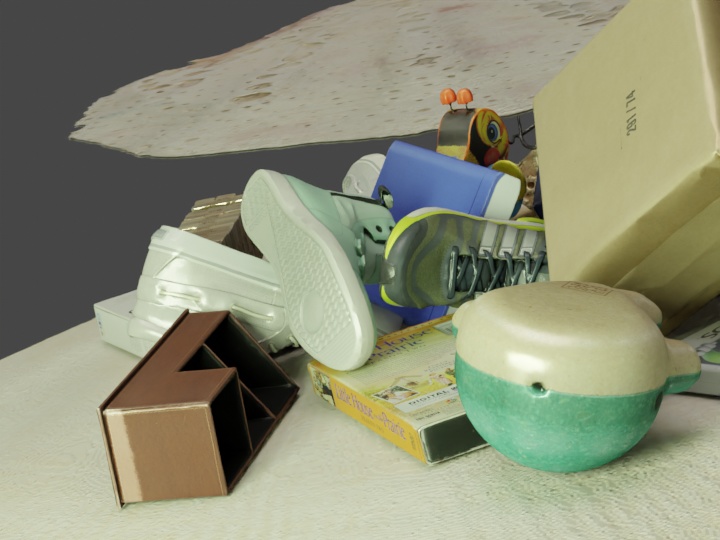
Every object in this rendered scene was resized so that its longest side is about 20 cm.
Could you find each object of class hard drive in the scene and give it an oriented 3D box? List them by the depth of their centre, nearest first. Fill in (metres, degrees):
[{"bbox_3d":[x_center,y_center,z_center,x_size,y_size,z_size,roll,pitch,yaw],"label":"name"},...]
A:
[{"bbox_3d":[0.050,-0.025,1.749,0.025,0.132,0.200,20,2,-24],"label":"hard drive"}]

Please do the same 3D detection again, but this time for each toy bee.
[{"bbox_3d":[0.081,-0.090,1.862,0.131,0.109,0.200,-15,36,25],"label":"toy bee"}]

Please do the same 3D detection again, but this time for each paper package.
[{"bbox_3d":[0.215,-0.083,1.571,0.191,0.103,0.200,-44,35,39],"label":"paper package"}]

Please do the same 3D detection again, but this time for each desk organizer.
[{"bbox_3d":[-0.107,0.088,1.549,0.077,0.072,0.200,-6,17,15],"label":"desk organizer"}]

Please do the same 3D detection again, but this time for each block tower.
[{"bbox_3d":[-0.119,-0.013,1.831,0.054,0.058,0.200,-11,16,8],"label":"block tower"}]

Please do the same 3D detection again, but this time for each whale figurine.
[{"bbox_3d":[0.131,0.062,1.407,0.159,0.104,0.200,10,14,14],"label":"whale figurine"}]

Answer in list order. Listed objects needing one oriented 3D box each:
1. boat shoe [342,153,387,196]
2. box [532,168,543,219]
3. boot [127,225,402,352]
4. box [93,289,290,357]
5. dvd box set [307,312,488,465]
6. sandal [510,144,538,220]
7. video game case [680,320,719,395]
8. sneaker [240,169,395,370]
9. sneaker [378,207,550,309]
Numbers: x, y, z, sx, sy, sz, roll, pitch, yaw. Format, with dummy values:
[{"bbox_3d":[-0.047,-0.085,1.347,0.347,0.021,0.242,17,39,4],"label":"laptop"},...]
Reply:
[{"bbox_3d":[0.007,-0.049,1.994,0.068,0.072,0.200,-14,24,-11],"label":"boat shoe"},{"bbox_3d":[0.197,-0.095,1.778,0.121,0.032,0.200,-27,23,20],"label":"box"},{"bbox_3d":[-0.074,0.043,1.694,0.199,0.096,0.074,19,-4,-8],"label":"boot"},{"bbox_3d":[-0.113,0.035,1.822,0.144,0.036,0.200,-19,17,-25],"label":"box"},{"bbox_3d":[0.066,0.074,1.540,0.146,0.029,0.200,-17,16,-19],"label":"dvd box set"},{"bbox_3d":[0.168,-0.076,1.939,0.211,0.070,0.078,-9,15,14],"label":"sandal"},{"bbox_3d":[0.315,0.044,1.469,0.182,0.023,0.200,-24,19,-37],"label":"video game case"},{"bbox_3d":[0.000,-0.001,1.628,0.118,0.074,0.201,8,34,-31],"label":"sneaker"},{"bbox_3d":[0.097,-0.003,1.605,0.200,0.074,0.081,-5,16,-40],"label":"sneaker"}]
